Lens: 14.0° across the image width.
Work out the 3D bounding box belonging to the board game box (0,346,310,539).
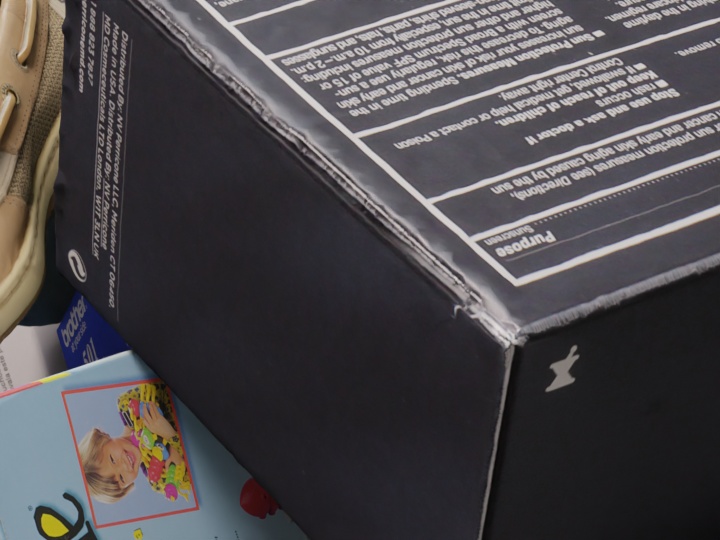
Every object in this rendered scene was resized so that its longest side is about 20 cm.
[{"bbox_3d":[-0.062,0.075,0.865,0.103,0.105,0.200,-19,-1,40],"label":"board game box"}]

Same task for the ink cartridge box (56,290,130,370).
[{"bbox_3d":[0.000,0.000,1.040,0.200,0.044,0.094,-12,-22,-24],"label":"ink cartridge box"}]

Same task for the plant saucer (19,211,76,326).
[{"bbox_3d":[-0.053,-0.056,1.009,0.201,0.039,0.201,-35,-12,-8],"label":"plant saucer"}]

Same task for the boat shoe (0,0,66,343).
[{"bbox_3d":[-0.128,-0.021,0.845,0.071,0.065,0.200,-24,25,27],"label":"boat shoe"}]

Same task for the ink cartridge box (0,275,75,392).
[{"bbox_3d":[-0.179,0.028,1.127,0.200,0.145,0.084,-18,1,33],"label":"ink cartridge box"}]

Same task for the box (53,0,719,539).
[{"bbox_3d":[0.052,-0.018,0.786,0.200,0.123,0.198,-19,43,-30],"label":"box"}]
